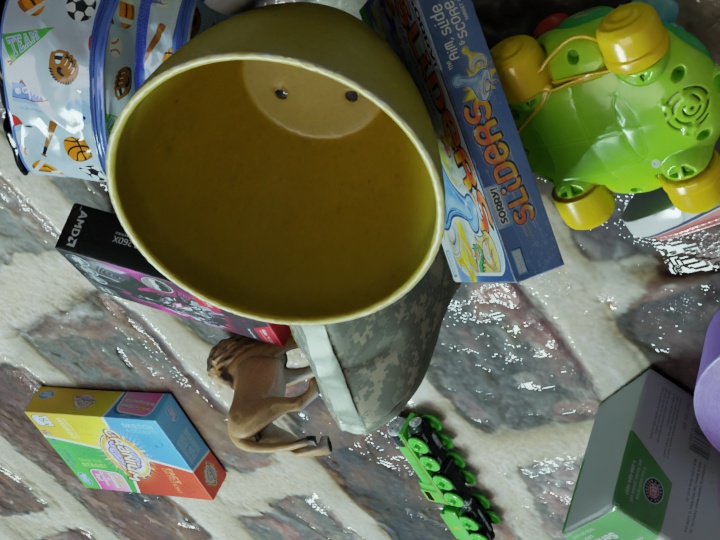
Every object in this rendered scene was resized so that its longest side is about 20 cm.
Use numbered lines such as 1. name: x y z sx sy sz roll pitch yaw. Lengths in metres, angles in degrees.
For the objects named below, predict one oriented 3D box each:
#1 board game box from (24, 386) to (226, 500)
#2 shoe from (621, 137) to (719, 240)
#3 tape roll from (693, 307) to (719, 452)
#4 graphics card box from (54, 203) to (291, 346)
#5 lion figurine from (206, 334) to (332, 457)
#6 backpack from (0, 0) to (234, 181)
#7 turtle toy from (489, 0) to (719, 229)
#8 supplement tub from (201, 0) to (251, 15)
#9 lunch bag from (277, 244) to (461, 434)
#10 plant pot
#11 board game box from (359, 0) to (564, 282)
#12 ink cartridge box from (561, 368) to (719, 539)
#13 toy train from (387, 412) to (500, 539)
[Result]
1. board game box: -0.278 0.204 1.385 0.199 0.040 0.153 -1 134 30
2. shoe: 0.275 -0.049 0.771 0.091 0.072 0.200 46 133 -15
3. tape roll: 0.360 0.091 0.890 0.200 0.066 0.200 15 139 13
4. graphics card box: -0.161 0.006 1.060 0.199 0.051 0.126 17 164 12
5. lion figurine: -0.092 0.115 1.088 0.122 0.200 0.073 -13 114 5
6. backpack: -0.165 -0.150 0.804 0.154 0.191 0.200 12 138 17
7. turtle toy: 0.144 -0.109 0.752 0.200 0.101 0.146 -8 130 36
8. supplement tub: -0.113 -0.263 0.685 0.200 0.145 0.145 36 140 -12
9. lunch bag: 0.000 0.000 0.876 0.117 0.200 0.164 6 138 22
10. plant pot: -0.040 -0.086 0.725 0.199 0.142 0.200 6 134 6
11. board game box: 0.060 -0.091 0.745 0.135 0.034 0.201 175 75 -79
12. ink cartridge box: 0.287 0.203 0.990 0.200 0.146 0.088 31 142 -7
13. toy train: 0.085 0.215 1.202 0.056 0.042 0.200 4 137 41
